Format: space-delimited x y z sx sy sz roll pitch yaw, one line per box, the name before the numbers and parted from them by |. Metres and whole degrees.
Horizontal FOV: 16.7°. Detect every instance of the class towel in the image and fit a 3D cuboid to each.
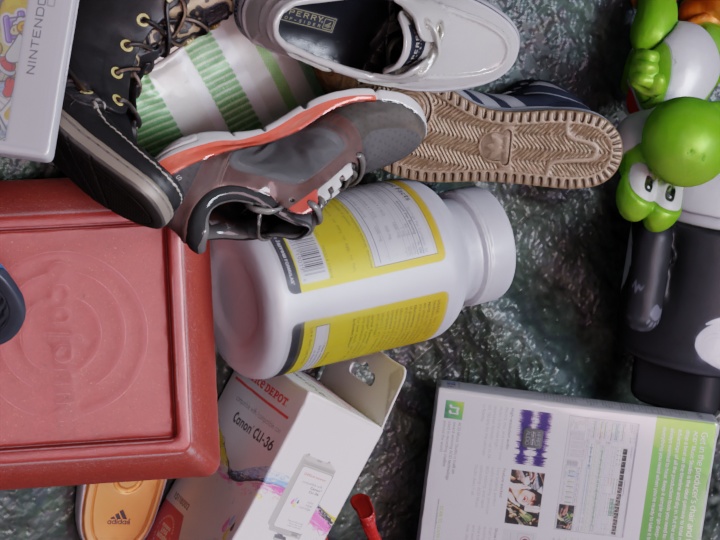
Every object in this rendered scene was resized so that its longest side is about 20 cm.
towel | -0.095 -0.091 1.627 0.200 0.023 0.153 -35 117 -14

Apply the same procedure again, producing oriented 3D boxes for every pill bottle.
pill bottle | 0.000 0.000 1.639 0.200 0.112 0.112 -12 109 -30

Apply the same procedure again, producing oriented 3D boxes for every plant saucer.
plant saucer | -0.191 0.041 1.567 0.200 0.037 0.200 -3 94 -10

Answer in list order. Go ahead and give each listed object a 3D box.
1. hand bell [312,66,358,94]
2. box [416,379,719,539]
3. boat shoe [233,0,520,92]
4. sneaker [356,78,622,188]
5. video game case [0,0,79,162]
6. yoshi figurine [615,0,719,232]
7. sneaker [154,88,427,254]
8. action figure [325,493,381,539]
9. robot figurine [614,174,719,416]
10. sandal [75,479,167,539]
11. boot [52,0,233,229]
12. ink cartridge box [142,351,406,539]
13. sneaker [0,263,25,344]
hand bell | -0.029 -0.198 1.577 0.104 0.104 0.200 -17 110 -19
box | 0.143 0.160 1.729 0.200 0.036 0.145 8 100 1
boat shoe | 0.021 -0.149 1.549 0.200 0.066 0.072 12 106 -29
sneaker | 0.074 -0.100 1.674 0.200 0.109 0.070 10 103 -4
video game case | -0.265 -0.167 1.444 0.200 0.023 0.182 8 84 1
yoshi figurine | 0.224 -0.124 1.672 0.112 0.112 0.200 69 29 -58
sneaker | -0.038 -0.052 1.555 0.200 0.082 0.077 -18 148 -23
action figure | 0.018 0.249 1.760 0.065 0.052 0.200 -28 119 -9
robot figurine | 0.248 0.002 1.754 0.125 0.150 0.200 8 103 0
sandal | -0.141 0.103 1.633 0.079 0.059 0.207 0 109 -25
boot | -0.140 -0.127 1.513 0.151 0.200 0.073 -41 145 -15
ink cartridge box | -0.059 0.128 1.652 0.067 0.116 0.200 28 91 -29
sneaker | -0.289 -0.028 1.508 0.200 0.078 0.066 32 108 -12
